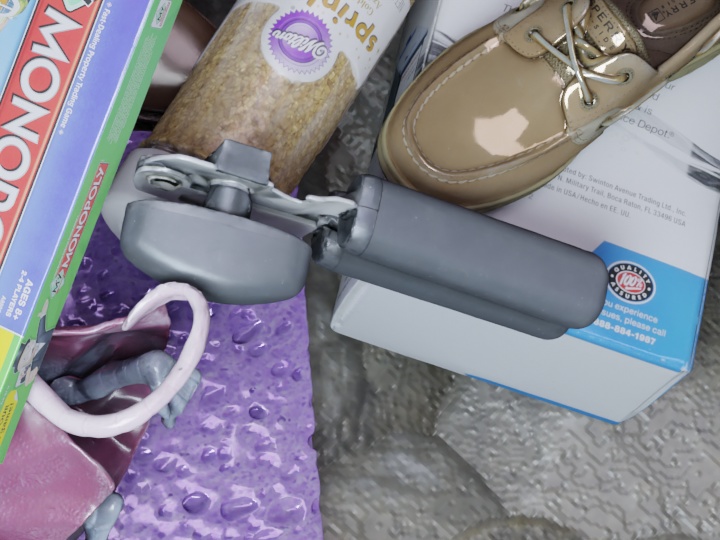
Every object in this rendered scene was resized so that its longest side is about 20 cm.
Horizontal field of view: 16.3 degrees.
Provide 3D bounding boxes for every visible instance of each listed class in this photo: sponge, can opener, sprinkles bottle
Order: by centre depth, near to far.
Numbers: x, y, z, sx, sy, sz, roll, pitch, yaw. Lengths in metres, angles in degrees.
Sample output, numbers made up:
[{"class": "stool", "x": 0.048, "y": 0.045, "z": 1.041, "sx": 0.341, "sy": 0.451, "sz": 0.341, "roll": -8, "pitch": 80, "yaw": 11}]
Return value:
[{"class": "can opener", "x": 0.000, "y": 0.000, "z": 0.991, "sx": 0.199, "sy": 0.053, "sz": 0.067, "roll": 18, "pitch": 72, "yaw": -19}, {"class": "sprinkles bottle", "x": -0.031, "y": -0.088, "z": 1.060, "sx": 0.068, "sy": 0.068, "sz": 0.201, "roll": 33, "pitch": 71, "yaw": -3}, {"class": "sponge", "x": -0.077, "y": 0.038, "z": 1.064, "sx": 0.111, "sy": 0.030, "sz": 0.201, "roll": 2, "pitch": 68, "yaw": -17}]

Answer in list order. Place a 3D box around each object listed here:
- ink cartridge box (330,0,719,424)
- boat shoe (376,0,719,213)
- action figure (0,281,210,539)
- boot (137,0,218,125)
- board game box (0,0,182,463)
[{"class": "ink cartridge box", "x": 0.084, "y": -0.053, "z": 1.121, "sx": 0.146, "sy": 0.086, "sz": 0.201, "roll": 19, "pitch": 63, "yaw": -9}, {"class": "boat shoe", "x": 0.091, "y": -0.093, "z": 1.056, "sx": 0.200, "sy": 0.065, "sz": 0.071, "roll": -35, "pitch": 82, "yaw": -26}, {"class": "action figure", "x": -0.173, "y": 0.038, "z": 0.966, "sx": 0.199, "sy": 0.149, "sz": 0.134, "roll": 30, "pitch": 64, "yaw": -1}, {"class": "boot", "x": -0.124, "y": -0.133, "z": 1.018, "sx": 0.186, "sy": 0.200, "sz": 0.064, "roll": 27, "pitch": 77, "yaw": -2}, {"class": "board game box", "x": -0.154, "y": -0.048, "z": 0.910, "sx": 0.134, "sy": 0.029, "sz": 0.201, "roll": 24, "pitch": 98, "yaw": 17}]
